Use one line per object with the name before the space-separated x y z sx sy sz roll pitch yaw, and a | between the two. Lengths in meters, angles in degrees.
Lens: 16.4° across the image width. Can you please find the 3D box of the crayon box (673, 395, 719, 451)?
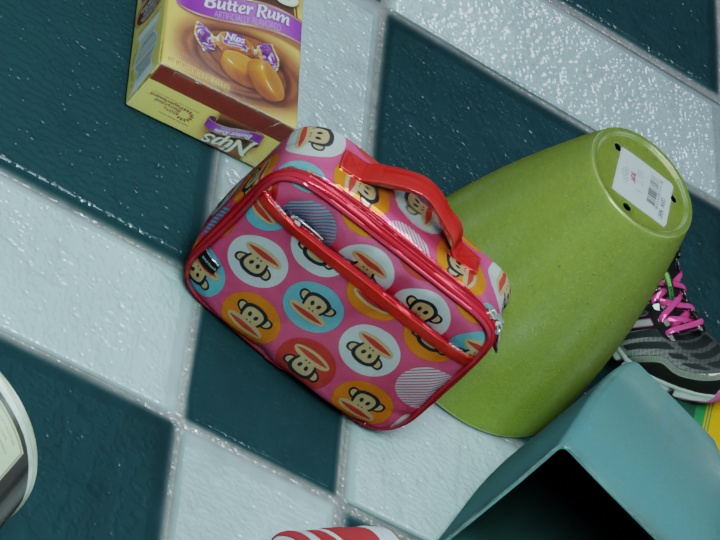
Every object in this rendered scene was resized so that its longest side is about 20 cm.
crayon box | 0.290 0.184 1.896 0.200 0.058 0.119 54 39 8

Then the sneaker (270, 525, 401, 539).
sneaker | 0.000 0.247 1.565 0.112 0.071 0.201 10 44 -43

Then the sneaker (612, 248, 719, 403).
sneaker | 0.220 0.017 1.908 0.073 0.088 0.200 -12 47 -38

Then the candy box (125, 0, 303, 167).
candy box | -0.104 -0.184 1.842 0.116 0.056 0.201 25 43 -25

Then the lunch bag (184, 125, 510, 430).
lunch bag | 0.000 0.000 1.687 0.200 0.176 0.082 38 39 -12

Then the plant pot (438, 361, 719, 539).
plant pot | 0.167 0.160 1.747 0.141 0.141 0.200 44 31 -5

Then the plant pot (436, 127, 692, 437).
plant pot | 0.141 -0.010 1.807 0.187 0.200 0.188 25 44 -26

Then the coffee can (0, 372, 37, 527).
coffee can | -0.282 0.135 1.335 0.146 0.146 0.200 44 39 -5
